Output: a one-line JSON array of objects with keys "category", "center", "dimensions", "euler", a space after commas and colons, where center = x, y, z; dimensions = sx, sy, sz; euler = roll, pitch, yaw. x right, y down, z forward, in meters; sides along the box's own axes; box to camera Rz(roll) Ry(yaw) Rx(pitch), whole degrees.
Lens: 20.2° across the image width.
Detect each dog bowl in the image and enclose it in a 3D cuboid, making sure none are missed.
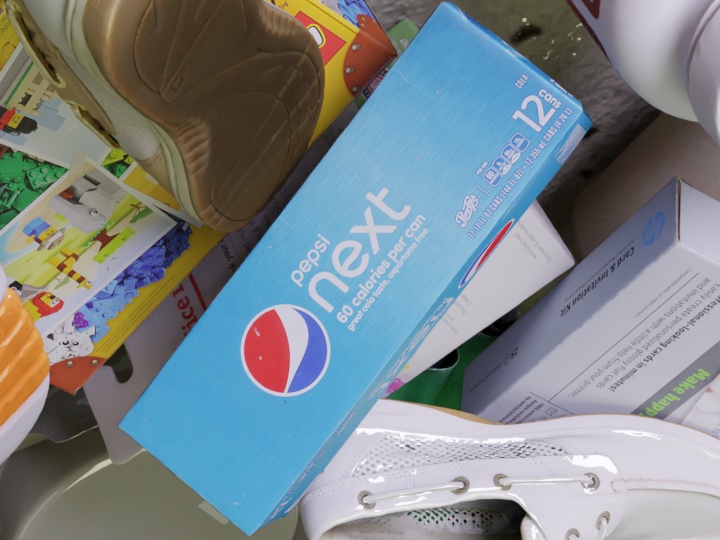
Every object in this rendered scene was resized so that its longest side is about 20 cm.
[{"category": "dog bowl", "center": [-0.103, 0.117, 0.968], "dimensions": [0.199, 0.059, 0.201], "euler": [-14, 134, -15]}]

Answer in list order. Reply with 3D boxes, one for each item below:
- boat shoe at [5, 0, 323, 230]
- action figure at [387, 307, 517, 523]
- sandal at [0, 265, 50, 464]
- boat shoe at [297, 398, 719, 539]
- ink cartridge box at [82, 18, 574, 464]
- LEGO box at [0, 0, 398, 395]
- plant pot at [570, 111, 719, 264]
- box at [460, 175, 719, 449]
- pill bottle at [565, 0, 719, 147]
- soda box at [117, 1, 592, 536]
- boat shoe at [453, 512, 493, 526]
[{"category": "boat shoe", "center": [-0.065, -0.074, 0.678], "dimensions": [0.074, 0.066, 0.200], "euler": [-53, 161, -10]}, {"category": "action figure", "center": [0.029, 0.084, 0.999], "dimensions": [0.118, 0.055, 0.200], "euler": [-14, 144, -29]}, {"category": "sandal", "center": [-0.165, 0.014, 0.734], "dimensions": [0.079, 0.059, 0.207], "euler": [-40, 153, -27]}, {"category": "boat shoe", "center": [0.070, 0.102, 0.832], "dimensions": [0.199, 0.069, 0.071], "euler": [4, 138, -8]}, {"category": "ink cartridge box", "center": [-0.025, 0.002, 0.858], "dimensions": [0.200, 0.117, 0.067], "euler": [-35, 139, 8]}, {"category": "LEGO box", "center": [-0.111, -0.066, 0.785], "dimensions": [0.149, 0.077, 0.200], "euler": [29, 113, -40]}, {"category": "plant pot", "center": [0.202, -0.032, 0.905], "dimensions": [0.183, 0.201, 0.200], "euler": [-38, 136, 27]}, {"category": "box", "center": [0.166, 0.058, 0.856], "dimensions": [0.200, 0.041, 0.156], "euler": [26, 136, -20]}, {"category": "pill bottle", "center": [0.126, -0.127, 0.755], "dimensions": [0.112, 0.200, 0.112], "euler": [-13, 134, -14]}, {"category": "soda box", "center": [0.000, 0.000, 0.763], "dimensions": [0.200, 0.068, 0.064], "euler": [-52, 172, 6]}, {"category": "boat shoe", "center": [0.094, 0.120, 1.056], "dimensions": [0.066, 0.074, 0.200], "euler": [-25, 154, -46]}]
